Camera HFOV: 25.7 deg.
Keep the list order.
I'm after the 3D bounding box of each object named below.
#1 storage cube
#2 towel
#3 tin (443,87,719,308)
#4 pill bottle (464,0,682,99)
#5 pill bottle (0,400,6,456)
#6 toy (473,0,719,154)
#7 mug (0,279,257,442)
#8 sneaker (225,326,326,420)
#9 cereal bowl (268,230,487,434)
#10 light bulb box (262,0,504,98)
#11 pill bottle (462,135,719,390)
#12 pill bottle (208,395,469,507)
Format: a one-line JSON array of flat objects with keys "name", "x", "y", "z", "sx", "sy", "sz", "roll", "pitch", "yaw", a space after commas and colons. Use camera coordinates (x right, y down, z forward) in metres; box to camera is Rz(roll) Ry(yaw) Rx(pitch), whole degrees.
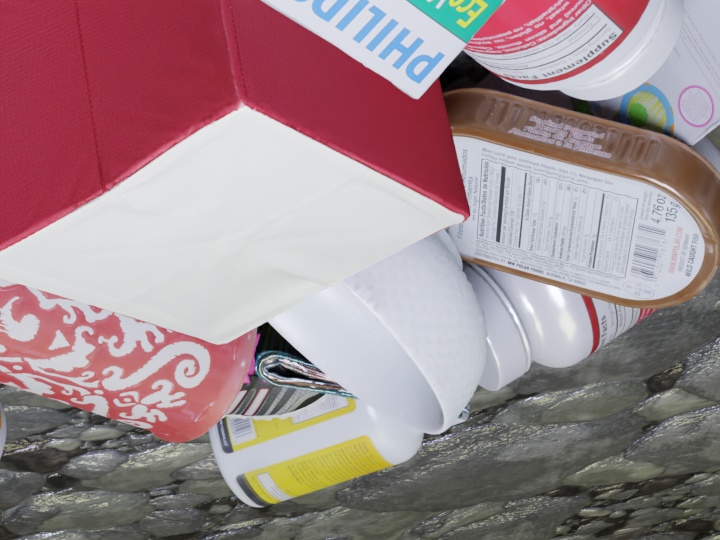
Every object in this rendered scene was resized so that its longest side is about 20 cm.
[{"name": "storage cube", "x": -0.073, "y": -0.091, "z": 0.755, "sx": 0.170, "sy": 0.181, "sz": 0.199, "roll": -26, "pitch": 151, "yaw": 28}, {"name": "towel", "x": 0.000, "y": 0.056, "z": 1.113, "sx": 0.145, "sy": 0.022, "sz": 0.200, "roll": 11, "pitch": -169, "yaw": -3}, {"name": "tin", "x": 0.114, "y": -0.040, "z": 0.905, "sx": 0.198, "sy": 0.042, "sz": 0.113, "roll": 16, "pitch": 135, "yaw": 15}, {"name": "pill bottle", "x": 0.076, "y": -0.155, "z": 0.747, "sx": 0.112, "sy": 0.113, "sz": 0.200, "roll": -25, "pitch": 152, "yaw": 26}, {"name": "pill bottle", "x": -0.342, "y": 0.093, "z": 1.101, "sx": 0.111, "sy": 0.113, "sz": 0.200, "roll": -17, "pitch": 155, "yaw": 11}, {"name": "toy", "x": 0.156, "y": -0.111, "z": 0.909, "sx": 0.047, "sy": 0.116, "sz": 0.200, "roll": -17, "pitch": 164, "yaw": -43}, {"name": "mug", "x": -0.197, "y": 0.036, "z": 1.027, "sx": 0.199, "sy": 0.134, "sz": 0.177, "roll": 20, "pitch": 140, "yaw": -42}, {"name": "sneaker", "x": -0.102, "y": 0.075, "z": 1.213, "sx": 0.198, "sy": 0.074, "sz": 0.087, "roll": -10, "pitch": 162, "yaw": 7}, {"name": "cereal bowl", "x": 0.000, "y": 0.000, "z": 0.932, "sx": 0.083, "sy": 0.200, "sz": 0.200, "roll": -48, "pitch": 160, "yaw": -15}, {"name": "light bulb box", "x": 0.002, "y": -0.199, "z": 0.552, "sx": 0.200, "sy": 0.125, "sz": 0.198, "roll": -48, "pitch": 143, "yaw": 15}, {"name": "pill bottle", "x": 0.143, "y": -0.010, "z": 1.022, "sx": 0.199, "sy": 0.113, "sz": 0.112, "roll": -31, "pitch": 160, "yaw": -16}, {"name": "pill bottle", "x": -0.017, "y": 0.114, "z": 1.288, "sx": 0.199, "sy": 0.113, "sz": 0.112, "roll": -19, "pitch": 154, "yaw": 17}]
